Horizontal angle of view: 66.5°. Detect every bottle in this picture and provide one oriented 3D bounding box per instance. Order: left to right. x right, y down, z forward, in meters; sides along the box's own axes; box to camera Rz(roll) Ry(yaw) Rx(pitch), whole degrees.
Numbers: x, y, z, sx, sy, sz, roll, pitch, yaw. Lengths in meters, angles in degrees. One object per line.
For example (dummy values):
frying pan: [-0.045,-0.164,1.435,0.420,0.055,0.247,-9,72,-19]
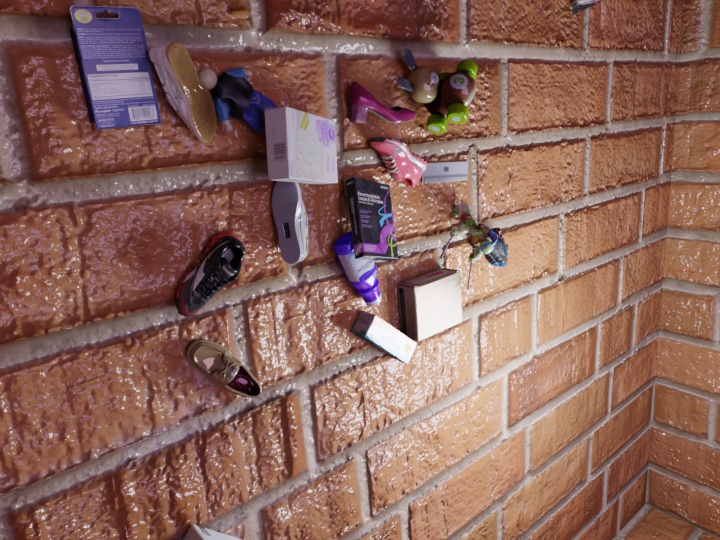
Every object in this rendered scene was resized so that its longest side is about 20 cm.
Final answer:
bottle: [0.000,0.000,1.407,0.084,0.065,0.201,-42,123,-32]

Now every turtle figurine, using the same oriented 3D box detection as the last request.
turtle figurine: [0.301,-0.091,1.599,0.143,0.194,0.200,22,124,-20]

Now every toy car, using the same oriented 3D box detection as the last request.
toy car: [0.184,-0.484,1.422,0.199,0.158,0.165,23,71,-29]

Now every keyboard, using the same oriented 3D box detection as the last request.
keyboard: [0.249,-0.288,1.600,0.199,0.011,0.057,-11,101,-39]

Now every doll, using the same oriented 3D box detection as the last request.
doll: [-0.248,-0.346,1.135,0.200,0.048,0.137,29,79,-41]

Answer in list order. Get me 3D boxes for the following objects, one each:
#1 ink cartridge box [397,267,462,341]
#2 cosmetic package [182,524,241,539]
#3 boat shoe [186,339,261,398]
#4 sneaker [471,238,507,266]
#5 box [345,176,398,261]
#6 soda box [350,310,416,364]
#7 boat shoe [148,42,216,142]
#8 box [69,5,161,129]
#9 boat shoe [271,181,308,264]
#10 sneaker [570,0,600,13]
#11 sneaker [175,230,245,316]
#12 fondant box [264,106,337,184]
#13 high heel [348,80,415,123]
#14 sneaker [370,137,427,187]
ink cartridge box: [0.205,0.096,1.598,0.199,0.075,0.166,-16,108,-37]
cosmetic package: [-0.333,0.709,1.204,0.165,0.164,0.201,42,73,-38]
boat shoe: [-0.290,0.218,1.203,0.200,0.066,0.074,43,71,-38]
sneaker: [0.414,-0.087,1.751,0.200,0.073,0.082,39,62,-47]
box: [0.031,-0.126,1.375,0.143,0.036,0.201,2,77,-49]
soda box: [0.066,0.184,1.505,0.200,0.063,0.069,37,75,-38]
boat shoe: [-0.339,-0.338,1.051,0.201,0.069,0.071,77,31,-45]
box: [-0.437,-0.360,0.981,0.121,0.032,0.201,-18,112,-37]
boat shoe: [-0.152,-0.118,1.260,0.070,0.071,0.201,-24,108,-68]
sneaker: [0.774,-0.953,1.883,0.199,0.070,0.094,-32,100,-30]
sneaker: [-0.305,0.010,1.129,0.071,0.098,0.201,44,72,-39]
fondant box: [-0.124,-0.266,1.196,0.200,0.058,0.145,-12,100,-63]
high heel: [0.060,-0.419,1.367,0.199,0.067,0.097,-13,118,-35]
sneaker: [0.098,-0.279,1.429,0.200,0.074,0.087,23,85,-41]
